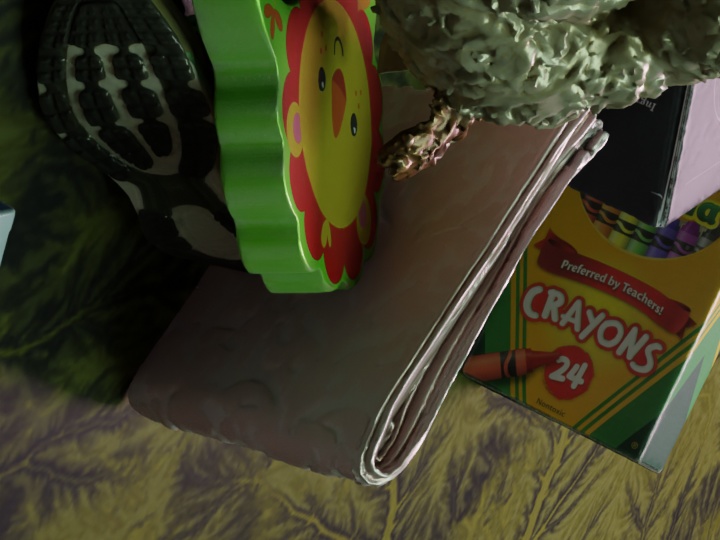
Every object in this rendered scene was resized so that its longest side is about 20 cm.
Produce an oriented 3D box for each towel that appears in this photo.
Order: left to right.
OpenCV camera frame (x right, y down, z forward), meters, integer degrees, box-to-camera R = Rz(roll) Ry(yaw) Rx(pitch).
[{"bbox_3d":[0.000,0.000,0.998,0.032,0.199,0.192,43,72,-28],"label":"towel"}]

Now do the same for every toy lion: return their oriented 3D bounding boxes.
[{"bbox_3d":[-0.026,-0.096,0.910,0.200,0.068,0.193,59,34,-58],"label":"toy lion"}]

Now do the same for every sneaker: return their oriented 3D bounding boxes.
[{"bbox_3d":[-0.075,-0.078,0.943,0.200,0.076,0.089,65,32,-59],"label":"sneaker"}]

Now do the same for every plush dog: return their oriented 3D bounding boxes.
[{"bbox_3d":[0.041,-0.137,0.830,0.160,0.200,0.172,-36,131,-7],"label":"plush dog"}]

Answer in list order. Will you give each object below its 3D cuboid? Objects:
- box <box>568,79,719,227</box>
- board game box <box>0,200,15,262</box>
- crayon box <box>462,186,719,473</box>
[{"bbox_3d":[0.174,-0.160,1.165,0.199,0.123,0.198,-30,136,-44],"label":"box"},{"bbox_3d":[-0.224,0.072,0.809,0.199,0.043,0.201,-13,125,-57],"label":"board game box"},{"bbox_3d":[0.160,0.001,1.345,0.201,0.126,0.051,-64,153,-2],"label":"crayon box"}]
